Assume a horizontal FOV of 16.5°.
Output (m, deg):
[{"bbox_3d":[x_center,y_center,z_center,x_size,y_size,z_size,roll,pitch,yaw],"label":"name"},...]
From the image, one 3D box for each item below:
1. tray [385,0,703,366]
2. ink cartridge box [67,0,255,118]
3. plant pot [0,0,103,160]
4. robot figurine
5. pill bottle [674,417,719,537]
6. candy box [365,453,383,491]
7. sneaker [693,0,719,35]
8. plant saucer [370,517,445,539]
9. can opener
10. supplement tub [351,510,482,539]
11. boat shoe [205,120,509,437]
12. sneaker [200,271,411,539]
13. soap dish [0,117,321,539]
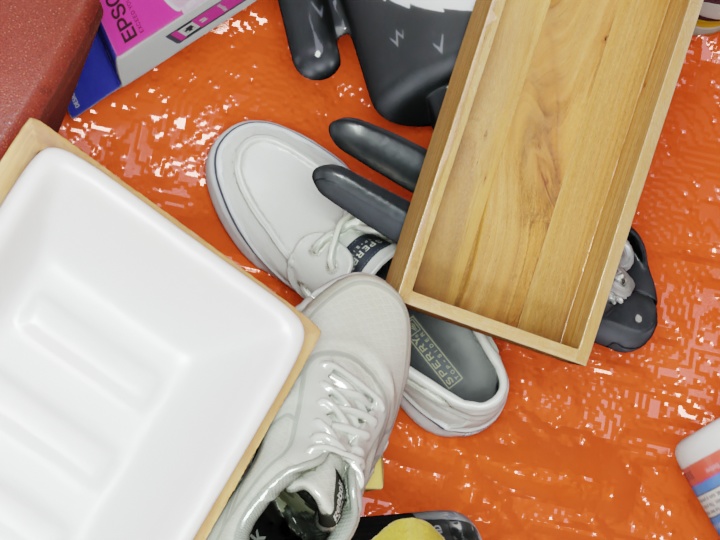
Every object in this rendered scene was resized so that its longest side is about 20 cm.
[{"bbox_3d":[0.088,-0.066,1.174,0.098,0.037,0.201,19,87,-14],"label":"tray"},{"bbox_3d":[-0.088,-0.167,1.230,0.200,0.037,0.095,-32,70,17],"label":"ink cartridge box"},{"bbox_3d":[-0.233,-0.082,1.167,0.200,0.200,0.176,38,63,1],"label":"plant pot"},{"bbox_3d":[0.048,-0.150,1.253,0.150,0.125,0.201,-8,76,-38],"label":"robot figurine"},{"bbox_3d":[0.249,0.147,1.222,0.112,0.112,0.201,-27,82,-14],"label":"pill bottle"},{"bbox_3d":[-0.103,0.082,1.151,0.199,0.117,0.057,4,78,-26],"label":"candy box"},{"bbox_3d":[0.138,-0.214,1.302,0.200,0.090,0.075,42,74,2],"label":"sneaker"},{"bbox_3d":[0.012,0.244,1.101,0.200,0.048,0.200,-40,109,1],"label":"plant saucer"},{"bbox_3d":[0.063,-0.013,1.218,0.199,0.079,0.064,24,56,-26],"label":"can opener"},{"bbox_3d":[-0.040,0.180,1.162,0.199,0.123,0.123,-4,77,-9],"label":"supplement tub"},{"bbox_3d":[0.000,0.000,1.241,0.072,0.066,0.200,-37,85,-15],"label":"boat shoe"},{"bbox_3d":[-0.020,0.082,1.078,0.075,0.081,0.200,34,59,-15],"label":"sneaker"},{"bbox_3d":[-0.129,0.064,1.029,0.157,0.081,0.200,36,68,-15],"label":"soap dish"}]
